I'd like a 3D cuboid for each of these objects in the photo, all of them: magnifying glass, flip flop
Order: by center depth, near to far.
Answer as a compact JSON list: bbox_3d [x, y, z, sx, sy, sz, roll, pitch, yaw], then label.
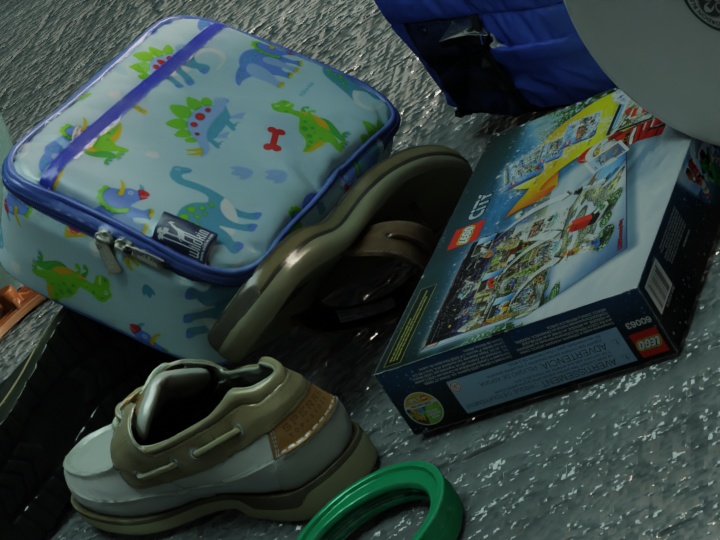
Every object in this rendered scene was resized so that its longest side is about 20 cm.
[{"bbox_3d":[-0.008,0.144,0.950,0.079,0.022,0.200,-23,22,28],"label":"magnifying glass"},{"bbox_3d":[0.000,0.000,1.172,0.200,0.058,0.081,-36,-20,-54],"label":"flip flop"}]

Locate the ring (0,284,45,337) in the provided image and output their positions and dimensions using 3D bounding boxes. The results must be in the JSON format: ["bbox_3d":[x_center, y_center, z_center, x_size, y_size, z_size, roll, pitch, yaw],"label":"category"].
[{"bbox_3d":[-0.186,0.029,1.453,0.200,0.019,0.201,-30,21,13],"label":"ring"}]

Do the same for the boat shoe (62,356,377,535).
[{"bbox_3d":[-0.078,0.075,1.126,0.200,0.068,0.075,-12,31,46],"label":"boat shoe"}]

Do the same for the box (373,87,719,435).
[{"bbox_3d":[0.098,-0.017,1.101,0.136,0.038,0.200,-21,26,33],"label":"box"}]

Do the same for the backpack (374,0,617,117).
[{"bbox_3d":[0.107,-0.169,1.241,0.163,0.168,0.200,-49,28,-16],"label":"backpack"}]

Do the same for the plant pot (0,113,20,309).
[{"bbox_3d":[-0.293,-0.024,1.561,0.200,0.135,0.200,-30,22,13],"label":"plant pot"}]

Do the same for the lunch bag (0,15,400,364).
[{"bbox_3d":[-0.085,-0.047,1.254,0.160,0.083,0.200,25,41,17],"label":"lunch bag"}]

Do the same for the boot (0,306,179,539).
[{"bbox_3d":[-0.176,0.068,1.288,0.200,0.078,0.138,-46,19,-28],"label":"boot"}]

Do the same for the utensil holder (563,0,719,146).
[{"bbox_3d":[0.201,-0.170,1.075,0.170,0.170,0.200,-10,29,47],"label":"utensil holder"}]
